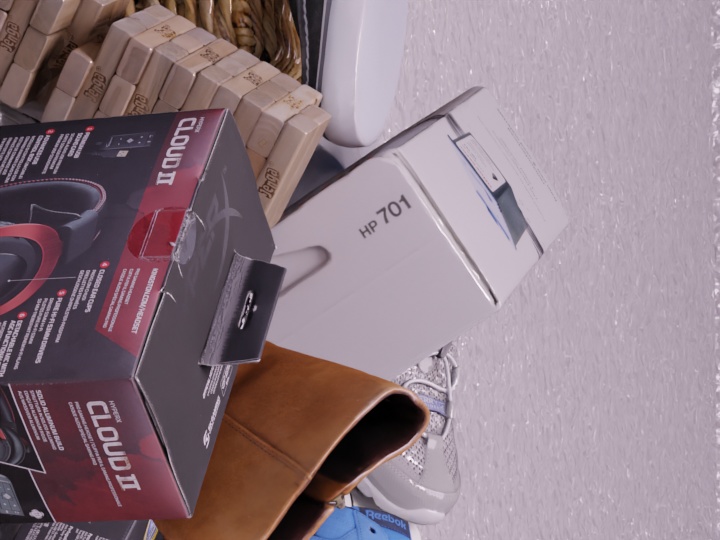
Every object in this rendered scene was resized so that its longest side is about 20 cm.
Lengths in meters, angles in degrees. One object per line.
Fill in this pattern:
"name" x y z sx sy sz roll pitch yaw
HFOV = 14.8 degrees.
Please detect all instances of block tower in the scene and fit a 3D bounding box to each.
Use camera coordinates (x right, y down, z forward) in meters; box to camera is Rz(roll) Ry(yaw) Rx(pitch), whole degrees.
"block tower" -0.111 -0.087 1.128 0.058 0.200 0.054 -62 172 21

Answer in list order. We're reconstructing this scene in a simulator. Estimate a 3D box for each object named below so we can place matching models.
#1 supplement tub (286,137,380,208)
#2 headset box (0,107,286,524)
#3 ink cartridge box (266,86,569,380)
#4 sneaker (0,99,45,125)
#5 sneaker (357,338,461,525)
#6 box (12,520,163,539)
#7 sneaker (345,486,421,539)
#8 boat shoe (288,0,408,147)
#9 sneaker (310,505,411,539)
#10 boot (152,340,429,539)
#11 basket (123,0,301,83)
"supplement tub" -0.052 -0.128 1.400 0.145 0.145 0.200 63 30 -55
"headset box" -0.127 0.017 1.026 0.149 0.199 0.075 -76 155 -46
"ink cartridge box" 0.000 0.000 1.235 0.086 0.146 0.200 56 17 -4
"sneaker" -0.142 -0.001 1.195 0.200 0.078 0.082 70 25 -45
"sneaker" 0.021 0.027 1.390 0.075 0.082 0.201 10 62 -47
"box" -0.128 0.154 1.177 0.200 0.044 0.161 -66 175 -56
"sneaker" -0.047 0.109 1.347 0.200 0.072 0.072 21 39 -30
"boat shoe" -0.012 -0.142 1.190 0.069 0.056 0.201 61 30 -61
"sneaker" 0.001 0.147 1.234 0.066 0.078 0.200 52 -5 -37
"boot" -0.094 0.085 1.053 0.188 0.200 0.069 -39 130 -19
"basket" -0.088 -0.165 1.272 0.149 0.142 0.201 13 72 -68
